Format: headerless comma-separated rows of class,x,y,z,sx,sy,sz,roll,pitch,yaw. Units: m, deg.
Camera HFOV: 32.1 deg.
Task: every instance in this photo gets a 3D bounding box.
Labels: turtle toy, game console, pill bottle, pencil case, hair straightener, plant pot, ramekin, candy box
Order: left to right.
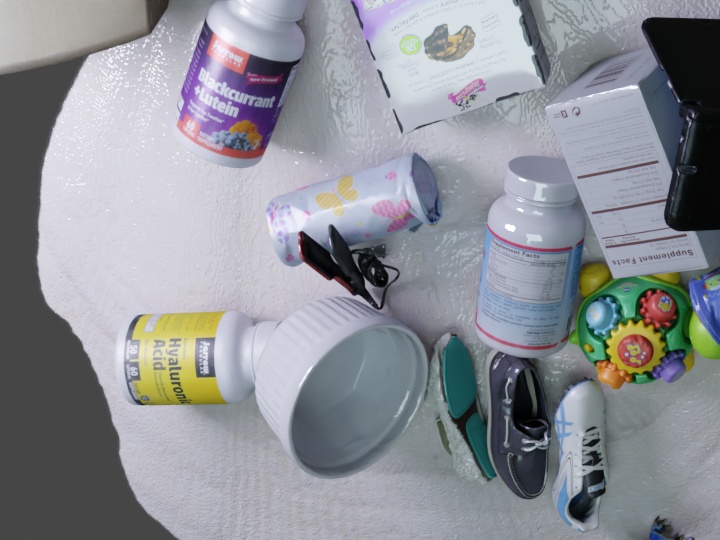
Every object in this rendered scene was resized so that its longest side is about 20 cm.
plant pot,-0.299,-0.327,1.305,0.174,0.201,0.203,-1,115,0
pill bottle,-0.186,0.105,1.509,0.197,0.112,0.113,-3,114,14
pill bottle,-0.125,-0.222,1.343,0.110,0.112,0.202,25,117,1
ramekin,-0.029,0.126,1.437,0.105,0.198,0.203,36,127,43
pencil case,-0.008,-0.067,1.404,0.197,0.084,0.091,-15,153,18
hair straightener,0.000,0.000,1.396,0.076,0.042,0.200,-13,152,17
candy box,0.088,-0.265,1.295,0.165,0.072,0.202,-16,109,19
pill bottle,0.187,-0.016,1.364,0.107,0.109,0.203,9,115,9
turtle toy,0.325,0.064,1.371,0.197,0.101,0.148,-10,112,17
game console,0.363,-0.142,1.210,0.197,0.116,0.179,-4,115,-24
pencil case,0.430,0.010,1.245,0.198,0.079,0.087,-25,125,22

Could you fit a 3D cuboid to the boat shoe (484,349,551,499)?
boat shoe,0.191,0.187,1.468,0.072,0.063,0.203,-18,110,-19

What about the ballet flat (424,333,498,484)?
ballet flat,0.110,0.170,1.494,0.071,0.072,0.203,-12,110,18

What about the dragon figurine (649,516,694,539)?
dragon figurine,0.345,0.366,1.505,0.059,0.100,0.200,44,116,-9

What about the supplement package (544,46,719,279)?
supplement package,0.293,-0.111,1.272,0.116,0.117,0.202,-9,114,44

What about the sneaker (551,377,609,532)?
sneaker,0.265,0.216,1.464,0.071,0.072,0.203,-16,122,-22
